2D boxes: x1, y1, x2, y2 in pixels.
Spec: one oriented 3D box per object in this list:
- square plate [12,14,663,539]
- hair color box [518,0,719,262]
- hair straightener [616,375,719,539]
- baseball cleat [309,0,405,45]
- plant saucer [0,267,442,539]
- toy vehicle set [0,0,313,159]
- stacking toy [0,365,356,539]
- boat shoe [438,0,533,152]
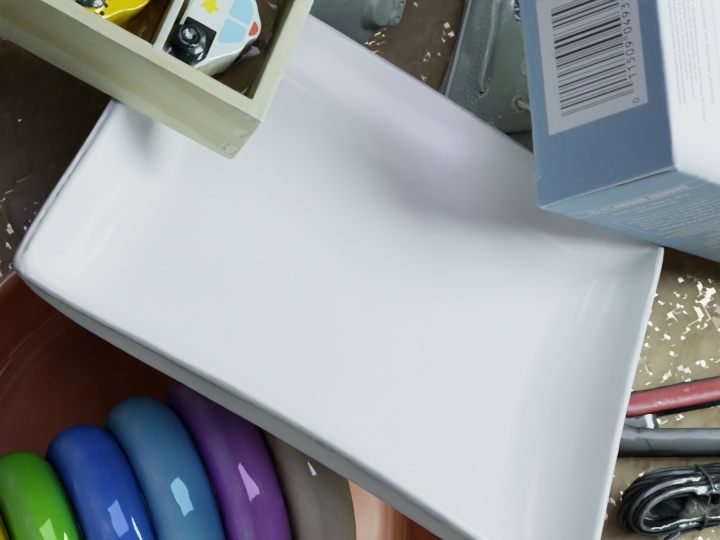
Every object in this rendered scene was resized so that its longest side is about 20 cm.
[{"bbox_3d":[0.000,0.000,0.829,0.199,0.028,0.198,31,36,-7],"label":"square plate"},{"bbox_3d":[0.140,-0.058,0.918,0.200,0.060,0.100,14,67,-48],"label":"hair color box"},{"bbox_3d":[0.147,0.072,0.942,0.199,0.041,0.077,-7,76,-20],"label":"hair straightener"},{"bbox_3d":[-0.005,-0.148,0.952,0.200,0.070,0.106,-43,54,-10],"label":"baseball cleat"},{"bbox_3d":[-0.058,0.078,0.878,0.199,0.032,0.201,6,72,-18],"label":"plant saucer"},{"bbox_3d":[-0.061,-0.145,0.847,0.124,0.027,0.201,28,53,-11],"label":"toy vehicle set"},{"bbox_3d":[-0.105,0.092,0.802,0.199,0.085,0.086,-18,80,-18],"label":"stacking toy"},{"bbox_3d":[0.068,-0.074,0.943,0.070,0.072,0.202,13,70,-14],"label":"boat shoe"}]
